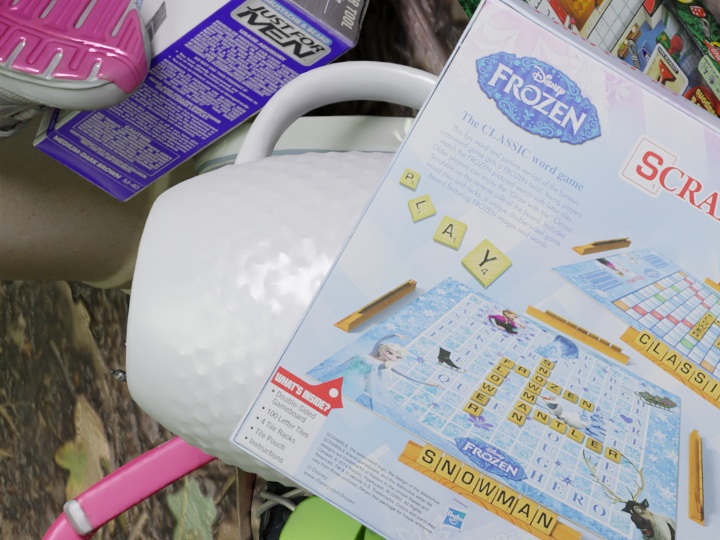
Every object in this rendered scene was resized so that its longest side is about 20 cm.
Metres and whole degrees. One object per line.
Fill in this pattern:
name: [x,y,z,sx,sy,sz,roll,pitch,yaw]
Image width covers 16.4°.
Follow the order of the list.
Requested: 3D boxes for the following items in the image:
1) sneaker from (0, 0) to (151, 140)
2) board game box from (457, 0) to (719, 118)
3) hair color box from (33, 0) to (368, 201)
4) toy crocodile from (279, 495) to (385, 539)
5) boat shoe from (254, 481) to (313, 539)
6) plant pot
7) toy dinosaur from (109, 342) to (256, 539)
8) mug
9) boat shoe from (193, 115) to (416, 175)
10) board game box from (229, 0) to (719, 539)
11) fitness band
sneaker: [-0.170,-0.106,1.194,0.200,0.081,0.088,19,146,39]
board game box: [0.092,-0.115,1.066,0.200,0.023,0.105,60,143,27]
hair color box: [-0.071,-0.124,1.200,0.200,0.065,0.110,-28,38,46]
toy crocodile: [0.057,0.149,1.084,0.199,0.068,0.062,26,87,15]
boat shoe: [-0.020,0.136,1.249,0.076,0.060,0.201,-16,84,55]
plant pot: [-0.197,-0.070,1.351,0.200,0.183,0.201,18,113,52]
toy dinosaur: [-0.074,0.031,1.240,0.047,0.088,0.201,-20,59,43]
mug: [0.000,0.000,1.055,0.148,0.175,0.201,89,-171,-62]
boat shoe: [-0.015,-0.036,1.192,0.200,0.070,0.072,0,90,52]
board game box: [0.085,0.030,0.934,0.200,0.041,0.200,32,101,4]
fitness band: [-0.063,0.147,1.183,0.144,0.200,0.037,61,163,1]
